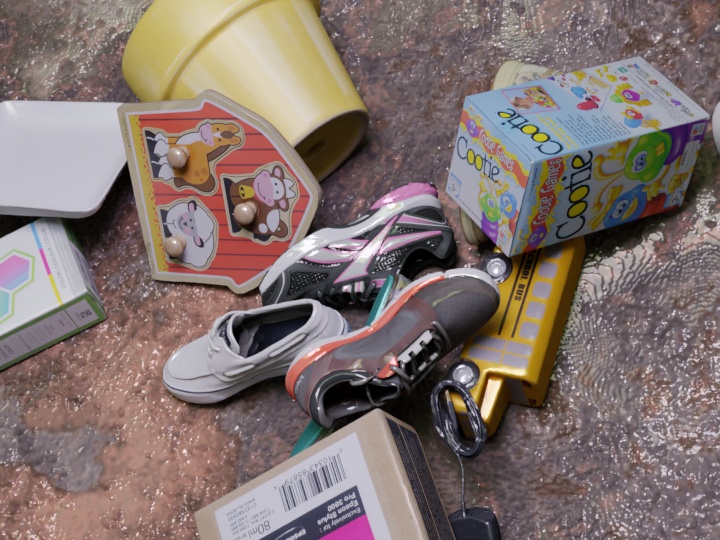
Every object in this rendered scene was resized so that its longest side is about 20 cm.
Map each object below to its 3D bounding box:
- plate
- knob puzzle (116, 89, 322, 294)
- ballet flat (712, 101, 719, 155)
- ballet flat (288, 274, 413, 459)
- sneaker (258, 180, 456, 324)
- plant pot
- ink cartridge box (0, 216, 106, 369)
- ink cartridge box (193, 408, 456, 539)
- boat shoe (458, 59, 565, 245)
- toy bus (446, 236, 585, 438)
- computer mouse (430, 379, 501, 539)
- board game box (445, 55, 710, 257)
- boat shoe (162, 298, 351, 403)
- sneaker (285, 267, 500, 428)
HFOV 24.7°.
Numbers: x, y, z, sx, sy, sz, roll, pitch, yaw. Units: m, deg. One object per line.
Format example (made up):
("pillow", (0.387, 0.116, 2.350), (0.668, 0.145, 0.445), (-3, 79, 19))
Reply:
("plate", (-0.315, -0.108, 1.649), (0.197, 0.033, 0.201), (4, 36, 17))
("knob puzzle", (-0.129, -0.068, 1.524), (0.217, 0.222, 0.030), (11, 26, 21))
("ballet flat", (0.363, -0.091, 1.466), (0.069, 0.070, 0.202), (-14, 58, 7))
("ballet flat", (0.010, 0.104, 1.454), (0.072, 0.072, 0.202), (26, 83, 26))
("sneaker", (0.000, 0.000, 1.514), (0.199, 0.080, 0.087), (-32, 69, 3))
("plant pot", (-0.097, -0.178, 1.582), (0.200, 0.201, 0.189), (-37, 75, -7))
("ink cartridge box", (-0.358, 0.037, 1.600), (0.198, 0.059, 0.104), (-26, 58, 0))
("ink cartridge box", (-0.025, 0.236, 1.358), (0.199, 0.075, 0.166), (-31, 56, 16))
("boat shoe", (0.141, -0.113, 1.536), (0.062, 0.073, 0.202), (7, 63, 22))
("toy bus", (0.137, 0.050, 1.452), (0.077, 0.065, 0.202), (10, 64, 19))
("computer mouse", (0.089, 0.191, 1.377), (0.058, 0.034, 0.202), (-9, 79, 25))
("board game box", (0.190, -0.102, 1.445), (0.198, 0.104, 0.105), (-15, 45, -29))
("boat shoe", (-0.105, 0.064, 1.487), (0.198, 0.065, 0.074), (-19, 48, 25))
("sneaker", (0.037, 0.075, 1.373), (0.199, 0.077, 0.082), (-31, 35, 0))
